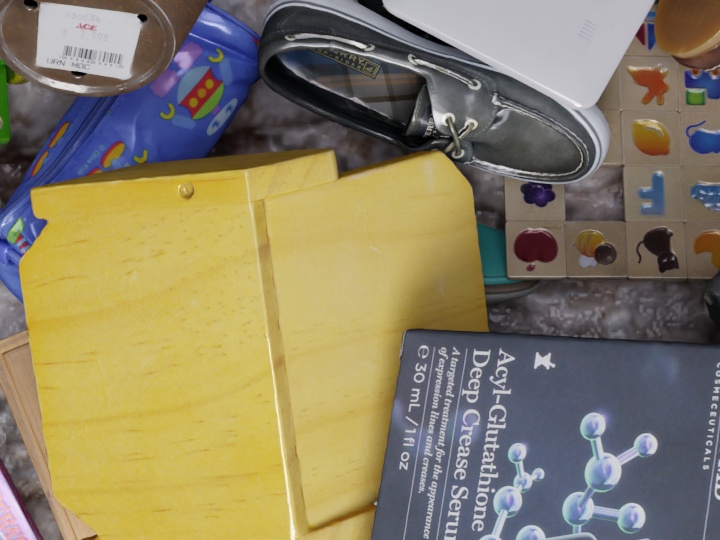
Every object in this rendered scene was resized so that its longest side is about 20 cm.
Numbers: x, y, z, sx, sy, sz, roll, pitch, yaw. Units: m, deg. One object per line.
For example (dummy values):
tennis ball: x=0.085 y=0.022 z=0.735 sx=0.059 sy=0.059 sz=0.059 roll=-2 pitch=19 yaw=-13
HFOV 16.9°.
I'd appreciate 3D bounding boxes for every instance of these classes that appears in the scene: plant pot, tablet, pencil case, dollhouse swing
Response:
plant pot: x=-0.133 y=-0.194 z=1.245 sx=0.186 sy=0.187 sz=0.201 roll=3 pitch=55 yaw=-2
tablet: x=0.111 y=-0.190 z=1.322 sx=0.130 sy=0.014 sz=0.200 roll=28 pitch=65 yaw=7
pencil case: x=-0.130 y=-0.069 z=1.316 sx=0.078 sy=0.087 sz=0.200 roll=26 pitch=75 yaw=39
dollhouse swing: x=-0.049 y=0.035 z=1.271 sx=0.181 sy=0.176 sz=0.201 roll=-3 pitch=100 yaw=27

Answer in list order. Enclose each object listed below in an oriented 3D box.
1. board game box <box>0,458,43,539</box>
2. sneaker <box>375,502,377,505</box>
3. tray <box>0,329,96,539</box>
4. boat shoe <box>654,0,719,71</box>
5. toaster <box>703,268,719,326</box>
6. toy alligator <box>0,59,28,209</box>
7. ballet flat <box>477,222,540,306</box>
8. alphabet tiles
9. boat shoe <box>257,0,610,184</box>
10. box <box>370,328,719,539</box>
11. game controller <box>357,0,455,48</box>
board game box: x=-0.207 y=0.203 z=1.299 sx=0.120 sy=0.032 sz=0.201 roll=-23 pitch=110 yaw=0
sneaker: x=0.064 y=0.116 z=1.328 sx=0.200 sy=0.074 sz=0.118 roll=-39 pitch=85 yaw=-6
tray: x=-0.123 y=0.116 z=1.339 sx=0.098 sy=0.037 sz=0.201 roll=-22 pitch=87 yaw=-4
boat shoe: x=0.242 y=-0.191 z=1.356 sx=0.070 sy=0.070 sz=0.200 roll=36 pitch=89 yaw=-44
toaster: x=0.275 y=0.049 z=1.299 sx=0.129 sy=0.114 sz=0.200 roll=-33 pitch=133 yaw=-8
toy alligator: x=-0.217 y=-0.111 z=1.345 sx=0.054 sy=0.059 sz=0.201 roll=4 pitch=94 yaw=42
ballet flat: x=0.000 y=0.000 z=1.338 sx=0.199 sy=0.068 sz=0.064 roll=8 pitch=128 yaw=-18
alphabet tiles: x=0.179 y=-0.073 z=1.353 sx=0.199 sy=0.008 sz=0.168 roll=1 pitch=70 yaw=-2
boat shoe: x=0.036 y=-0.088 z=1.300 sx=0.199 sy=0.057 sz=0.069 roll=21 pitch=129 yaw=-1
box: x=0.117 y=0.117 z=1.195 sx=0.199 sy=0.107 sz=0.149 roll=2 pitch=74 yaw=29
game controller: x=0.090 y=-0.191 z=1.366 sx=0.199 sy=0.042 sz=0.105 roll=-27 pitch=72 yaw=-7
